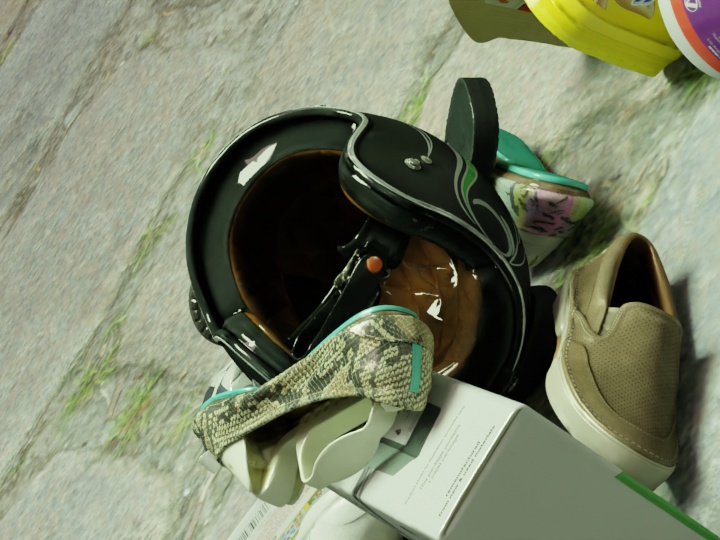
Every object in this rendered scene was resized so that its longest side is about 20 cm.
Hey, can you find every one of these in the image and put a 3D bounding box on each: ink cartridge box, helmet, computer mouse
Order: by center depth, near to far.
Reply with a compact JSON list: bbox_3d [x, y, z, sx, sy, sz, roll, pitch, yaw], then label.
[{"bbox_3d":[0.077,0.124,1.542,0.084,0.146,0.200,-58,21,-5],"label":"ink cartridge box"},{"bbox_3d":[0.000,0.000,1.713,0.200,0.200,0.191,-52,23,8],"label":"helmet"},{"bbox_3d":[0.077,0.102,1.741,0.059,0.034,0.200,4,68,65],"label":"computer mouse"}]

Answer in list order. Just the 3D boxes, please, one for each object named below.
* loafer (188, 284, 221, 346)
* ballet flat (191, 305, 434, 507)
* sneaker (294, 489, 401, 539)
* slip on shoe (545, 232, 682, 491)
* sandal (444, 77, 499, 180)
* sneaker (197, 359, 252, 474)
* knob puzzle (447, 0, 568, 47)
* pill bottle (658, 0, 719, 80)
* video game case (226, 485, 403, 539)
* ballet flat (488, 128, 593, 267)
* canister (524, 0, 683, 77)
[{"bbox_3d":[-0.008,0.011,1.858,0.071,0.200,0.073,-42,-46,-65],"label":"loafer"},{"bbox_3d":[-0.030,0.084,1.554,0.200,0.068,0.075,-31,53,48],"label":"ballet flat"},{"bbox_3d":[-0.015,0.196,1.739,0.200,0.070,0.080,-51,57,17],"label":"sneaker"},{"bbox_3d":[0.149,0.046,1.608,0.061,0.076,0.200,-53,13,23],"label":"slip on shoe"},{"bbox_3d":[0.047,-0.044,1.856,0.201,0.048,0.075,100,162,-44],"label":"sandal"},{"bbox_3d":[-0.049,0.065,1.976,0.130,0.079,0.199,-48,9,51],"label":"sneaker"},{"bbox_3d":[0.133,-0.216,1.870,0.220,0.219,0.030,-40,60,33],"label":"knob puzzle"},{"bbox_3d":[0.264,-0.178,1.633,0.200,0.112,0.113,-20,41,56],"label":"pill bottle"},{"bbox_3d":[-0.021,0.159,1.865,0.200,0.023,0.182,-53,21,4],"label":"video game case"},{"bbox_3d":[0.099,-0.043,1.864,0.200,0.069,0.071,-134,61,-72],"label":"ballet flat"},{"bbox_3d":[0.205,-0.222,1.784,0.200,0.148,0.087,-43,60,23],"label":"canister"}]
